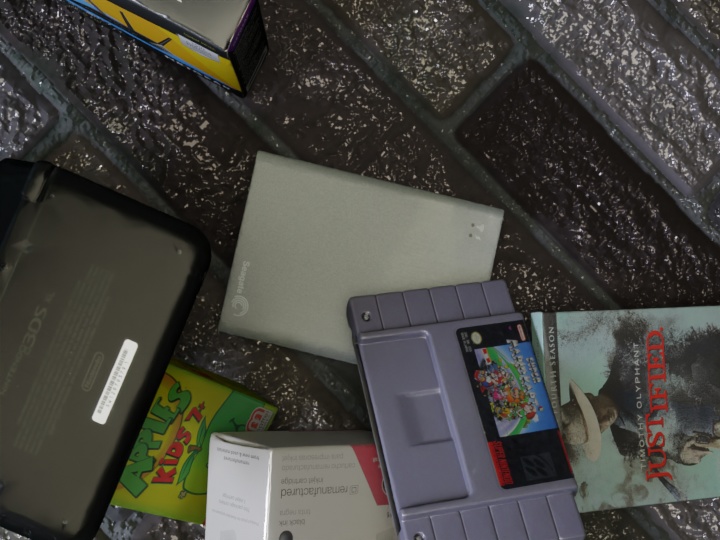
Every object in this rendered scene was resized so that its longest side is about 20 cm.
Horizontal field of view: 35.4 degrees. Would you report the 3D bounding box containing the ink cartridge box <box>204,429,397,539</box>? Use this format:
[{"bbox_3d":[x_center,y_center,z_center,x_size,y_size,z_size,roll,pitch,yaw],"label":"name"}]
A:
[{"bbox_3d":[-0.034,0.220,0.802,0.144,0.084,0.204,5,88,-39],"label":"ink cartridge box"}]

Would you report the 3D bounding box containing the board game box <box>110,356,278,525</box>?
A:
[{"bbox_3d":[-0.147,0.110,0.782,0.047,0.199,0.103,26,86,34],"label":"board game box"}]

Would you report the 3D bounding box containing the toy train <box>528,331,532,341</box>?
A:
[{"bbox_3d":[0.098,0.100,0.832,0.045,0.034,0.200,29,55,32],"label":"toy train"}]

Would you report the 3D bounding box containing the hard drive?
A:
[{"bbox_3d":[0.000,0.000,0.870,0.196,0.033,0.142,13,87,0],"label":"hard drive"}]

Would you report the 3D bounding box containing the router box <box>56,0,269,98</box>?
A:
[{"bbox_3d":[-0.166,-0.206,0.819,0.198,0.149,0.052,28,86,1],"label":"router box"}]

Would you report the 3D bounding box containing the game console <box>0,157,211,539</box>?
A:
[{"bbox_3d":[-0.201,0.044,0.702,0.173,0.116,0.203,22,84,-1],"label":"game console"}]

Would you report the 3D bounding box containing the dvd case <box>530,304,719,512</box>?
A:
[{"bbox_3d":[0.220,0.101,0.845,0.196,0.022,0.149,-1,86,-20],"label":"dvd case"}]

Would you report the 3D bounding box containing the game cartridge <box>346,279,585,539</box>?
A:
[{"bbox_3d":[0.071,0.101,0.782,0.127,0.039,0.203,-9,59,-9],"label":"game cartridge"}]
